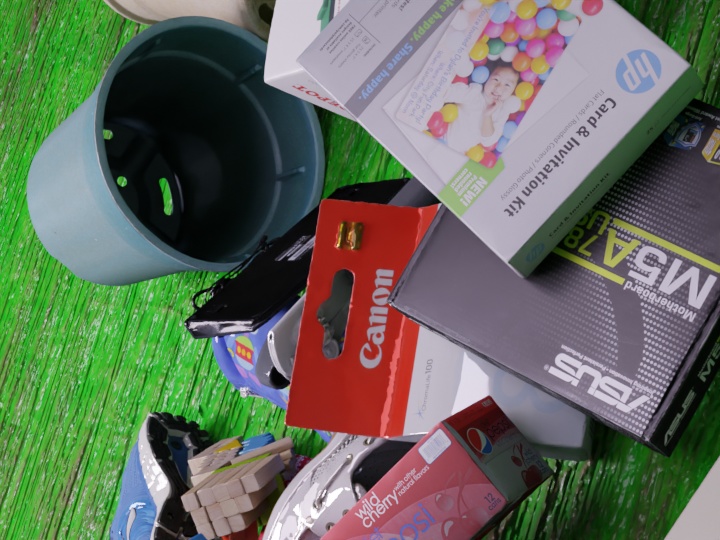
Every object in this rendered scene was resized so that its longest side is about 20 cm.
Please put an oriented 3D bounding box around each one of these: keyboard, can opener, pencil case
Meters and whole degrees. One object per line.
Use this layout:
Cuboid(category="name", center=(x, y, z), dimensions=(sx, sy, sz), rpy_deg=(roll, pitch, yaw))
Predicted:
Cuboid(category="keyboard", center=(-0.043, -0.001, 1.324), dimensions=(0.104, 0.040, 0.200), rpy_deg=(-2, 29, 43))
Cuboid(category="can opener", center=(0.000, 0.000, 1.253), dimensions=(0.200, 0.053, 0.066), rpy_deg=(-45, 34, -22))
Cuboid(category="pencil case", center=(-0.034, 0.071, 1.312), dimensions=(0.200, 0.078, 0.087), rpy_deg=(24, 97, 54))

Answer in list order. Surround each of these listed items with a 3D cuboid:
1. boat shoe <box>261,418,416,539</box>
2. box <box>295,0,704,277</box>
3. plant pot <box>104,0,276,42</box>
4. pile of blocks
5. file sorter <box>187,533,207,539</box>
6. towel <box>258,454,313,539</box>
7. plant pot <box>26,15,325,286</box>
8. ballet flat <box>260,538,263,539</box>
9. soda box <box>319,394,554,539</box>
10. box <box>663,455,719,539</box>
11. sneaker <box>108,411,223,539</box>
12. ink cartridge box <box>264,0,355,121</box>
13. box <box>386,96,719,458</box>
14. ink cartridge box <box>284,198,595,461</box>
Cuboid(category="boat shoe", center=(-0.001, 0.151, 1.199), dimensions=(0.200, 0.071, 0.069), rpy_deg=(-61, 32, 3))
Cuboid(category="box", center=(0.079, -0.118, 1.100), dimensions=(0.156, 0.041, 0.200), rpy_deg=(-47, 65, 5))
Cuboid(category="plant pot", center=(-0.098, -0.270, 1.501), dimensions=(0.183, 0.200, 0.201), rpy_deg=(31, 97, 42))
Cuboid(category="pile of blocks", center=(-0.077, 0.160, 1.308), dimensions=(0.200, 0.082, 0.062), rpy_deg=(-136, 25, -84))
Cuboid(category="file sorter", center=(-0.111, 0.297, 1.136), dimensions=(0.139, 0.122, 0.201), rpy_deg=(41, 142, 36))
Cuboid(category="towel", center=(-0.017, 0.210, 1.266), dimensions=(0.200, 0.022, 0.145), rpy_deg=(10, 79, 54))
Cuboid(category="plant pot", center=(-0.164, -0.077, 1.474), dimensions=(0.196, 0.200, 0.201), rpy_deg=(-21, 56, 54))
Cuboid(category="ballet flat", center=(-0.093, 0.244, 1.265), dimensions=(0.200, 0.072, 0.068), rpy_deg=(-55, 37, 17))
Cuboid(category="soda box", center=(0.022, 0.165, 1.109), dimensions=(0.063, 0.070, 0.200), rpy_deg=(50, 119, 12))
Cuboid(category="box", center=(0.208, 0.159, 0.968), dimensions=(0.200, 0.068, 0.082), rpy_deg=(-58, 38, 13))
Cuboid(category="sneaker", center=(-0.144, 0.207, 1.399), dimensions=(0.089, 0.078, 0.200), rpy_deg=(-56, 30, 33))
Cuboid(category="ink cartridge box", center=(0.050, -0.159, 1.269), dimensions=(0.200, 0.146, 0.085), rpy_deg=(-9, 67, 50))
Cuboid(category="box", center=(0.143, -0.018, 1.089), dimensions=(0.200, 0.048, 0.194), rpy_deg=(29, 84, 34))
Cuboid(category="ink cartridge box", center=(0.055, 0.029, 1.158), dimensions=(0.199, 0.047, 0.161), rpy_deg=(5, 73, 12))
